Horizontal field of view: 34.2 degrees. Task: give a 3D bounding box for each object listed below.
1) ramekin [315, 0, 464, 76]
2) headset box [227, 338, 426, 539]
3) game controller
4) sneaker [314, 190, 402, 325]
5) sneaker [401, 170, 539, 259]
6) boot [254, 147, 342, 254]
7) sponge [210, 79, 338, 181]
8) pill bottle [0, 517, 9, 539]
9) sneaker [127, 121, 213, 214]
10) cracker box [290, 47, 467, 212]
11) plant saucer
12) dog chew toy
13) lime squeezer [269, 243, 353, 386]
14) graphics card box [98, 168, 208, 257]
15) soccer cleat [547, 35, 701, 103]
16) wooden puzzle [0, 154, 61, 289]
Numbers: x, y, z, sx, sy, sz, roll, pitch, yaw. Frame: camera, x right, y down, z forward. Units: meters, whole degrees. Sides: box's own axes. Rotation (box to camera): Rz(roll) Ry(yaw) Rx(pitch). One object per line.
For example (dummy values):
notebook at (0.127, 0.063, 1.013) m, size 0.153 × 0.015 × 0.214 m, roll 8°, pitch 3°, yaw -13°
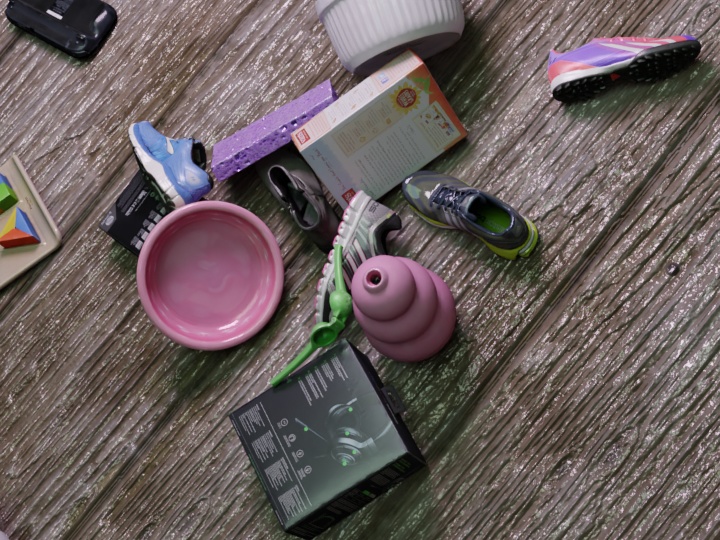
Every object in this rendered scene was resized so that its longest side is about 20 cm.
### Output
ramekin at (0.048, -0.342, 1.588) m, size 0.199 × 0.200 × 0.106 m, roll -20°, pitch 88°, yaw 12°
headset box at (-0.037, 0.211, 1.483) m, size 0.199 × 0.093 × 0.175 m, roll -34°, pitch 64°, yaw 5°
game controller at (-0.483, -0.414, 1.887) m, size 0.199 × 0.042 × 0.105 m, roll 30°, pitch 69°, yaw 25°
sneaker at (0.000, 0.000, 1.552) m, size 0.087 × 0.074 × 0.202 m, roll 19°, pitch 88°, yaw 7°
sneaker at (0.139, -0.085, 1.530) m, size 0.199 × 0.081 × 0.074 m, roll 25°, pitch 81°, yaw 25°
boot at (-0.093, -0.117, 1.594) m, size 0.068 × 0.131 × 0.200 m, roll -40°, pitch 64°, yaw 2°
sponge at (-0.121, -0.198, 1.650) m, size 0.199 × 0.030 × 0.112 m, roll -28°, pitch 21°, yaw 8°
pill bottle at (-0.567, 0.340, 1.613) m, size 0.200 × 0.112 × 0.112 m, roll 39°, pitch 87°, yaw 25°
sneaker at (-0.262, -0.151, 1.643) m, size 0.089 × 0.079 × 0.200 m, roll -27°, pitch 47°, yaw -15°
cracker box at (0.025, -0.183, 1.569) m, size 0.199 × 0.134 × 0.058 m, roll -35°, pitch 37°, yaw 4°
plant saucer at (-0.204, 0.005, 1.588) m, size 0.199 × 0.051 × 0.203 m, roll -2°, pitch 98°, yaw -15°
dog chew toy at (0.046, 0.039, 1.454) m, size 0.123 × 0.200 × 0.126 m, roll -6°, pitch 69°, yaw 17°
lime squeezer at (-0.050, 0.060, 1.472) m, size 0.070 × 0.038 × 0.201 m, roll 19°, pitch 77°, yaw 29°
graphics card box at (-0.267, -0.058, 1.679) m, size 0.199 × 0.051 × 0.126 m, roll 33°, pitch 84°, yaw 25°
soccer cleat at (0.343, -0.282, 1.537) m, size 0.198 × 0.068 × 0.074 m, roll -15°, pitch 64°, yaw 17°
wooden puzzle at (-0.572, -0.059, 1.787) m, size 0.199 × 0.046 × 0.186 m, roll -37°, pitch 65°, yaw 4°
